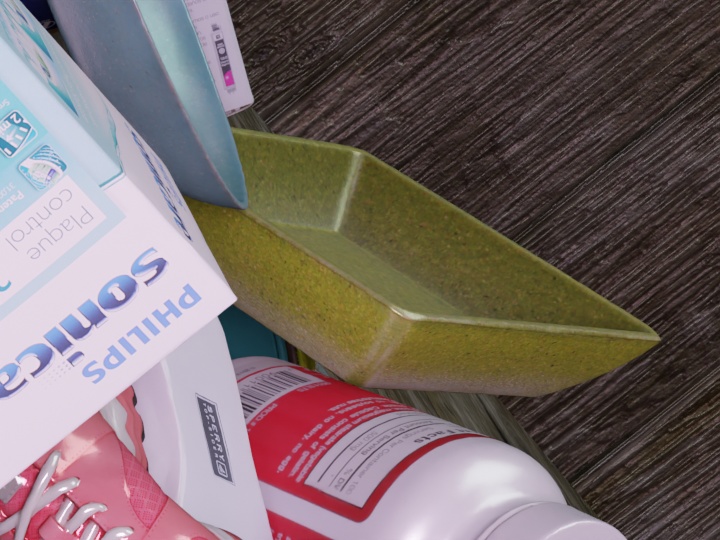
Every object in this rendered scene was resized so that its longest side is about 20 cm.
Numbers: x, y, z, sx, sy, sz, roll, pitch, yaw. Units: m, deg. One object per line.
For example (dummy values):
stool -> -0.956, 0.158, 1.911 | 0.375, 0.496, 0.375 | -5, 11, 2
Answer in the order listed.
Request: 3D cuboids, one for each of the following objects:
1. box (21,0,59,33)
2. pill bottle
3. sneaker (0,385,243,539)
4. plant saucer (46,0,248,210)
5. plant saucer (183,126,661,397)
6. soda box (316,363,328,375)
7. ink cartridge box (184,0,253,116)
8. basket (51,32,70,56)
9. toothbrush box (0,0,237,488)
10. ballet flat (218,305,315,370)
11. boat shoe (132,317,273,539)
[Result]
box -> -0.187, -0.114, 1.156 | 0.200, 0.120, 0.033 | 67, 6, -78
pill bottle -> 0.010, 0.109, 1.146 | 0.199, 0.113, 0.112 | 19, -22, 46
sneaker -> -0.102, 0.088, 1.015 | 0.087, 0.074, 0.200 | 27, 17, -47
plant saucer -> -0.098, -0.111, 1.169 | 0.200, 0.036, 0.201 | -22, 90, -86
plant saucer -> 0.000, 0.000, 1.284 | 0.200, 0.048, 0.199 | 33, 16, 34
soda box -> -0.073, 0.038, 1.613 | 0.200, 0.068, 0.064 | 55, 3, 35
ink cartridge box -> -0.111, -0.195, 1.366 | 0.197, 0.043, 0.201 | -121, -164, -56
basket -> -0.170, -0.106, 1.367 | 0.201, 0.135, 0.181 | 62, -28, 28
toothbrush box -> -0.153, -0.028, 0.795 | 0.200, 0.146, 0.085 | 50, 5, -35
ballet flat -> -0.057, 0.015, 1.366 | 0.067, 0.067, 0.200 | 19, 31, -47
boat shoe -> -0.080, 0.092, 1.103 | 0.072, 0.068, 0.201 | 33, 36, -48
